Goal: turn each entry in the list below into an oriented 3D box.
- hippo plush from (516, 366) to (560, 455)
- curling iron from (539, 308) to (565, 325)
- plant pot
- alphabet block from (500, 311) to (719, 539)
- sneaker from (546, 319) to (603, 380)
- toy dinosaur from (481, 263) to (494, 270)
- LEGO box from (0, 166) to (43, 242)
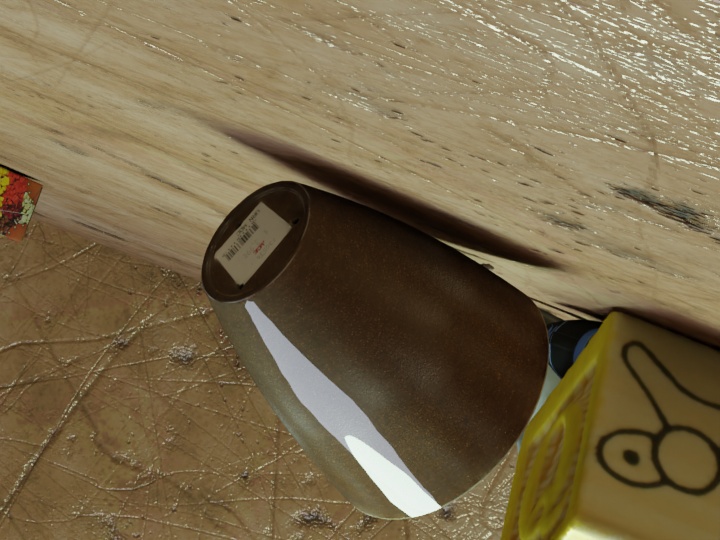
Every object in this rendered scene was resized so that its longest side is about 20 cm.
[{"bbox_3d":[0.212,0.117,1.918,0.160,0.160,0.200,-9,-165,1],"label":"hippo plush"},{"bbox_3d":[0.166,0.064,1.805,0.199,0.050,0.026,33,-163,-11],"label":"curling iron"},{"bbox_3d":[-0.008,0.035,1.497,0.200,0.188,0.186,41,165,-35],"label":"plant pot"},{"bbox_3d":[0.225,0.180,1.641,0.199,0.196,0.197,22,141,-6],"label":"alphabet block"},{"bbox_3d":[0.228,0.089,1.771,0.199,0.070,0.078,30,175,-29],"label":"sneaker"},{"bbox_3d":[0.000,0.000,1.680,0.199,0.086,0.136,-10,117,50],"label":"toy dinosaur"},{"bbox_3d":[-0.503,-0.107,2.734,0.148,0.078,0.199,24,175,-37],"label":"LEGO box"}]
